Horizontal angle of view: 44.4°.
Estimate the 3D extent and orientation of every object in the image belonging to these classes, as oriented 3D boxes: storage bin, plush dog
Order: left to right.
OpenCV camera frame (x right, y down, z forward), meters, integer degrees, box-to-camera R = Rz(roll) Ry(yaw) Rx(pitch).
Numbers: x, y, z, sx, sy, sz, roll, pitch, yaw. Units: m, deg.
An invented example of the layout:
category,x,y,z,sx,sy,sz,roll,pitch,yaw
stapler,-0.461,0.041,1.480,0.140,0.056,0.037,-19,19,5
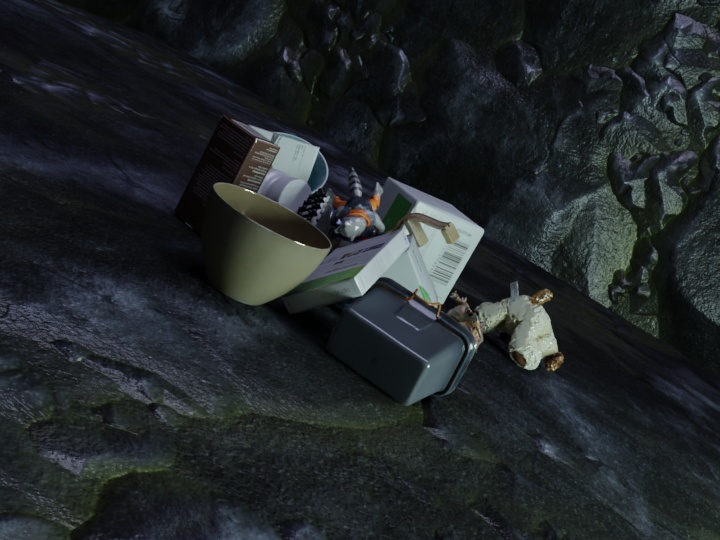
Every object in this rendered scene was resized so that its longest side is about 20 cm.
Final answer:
category,x,y,z,sx,sy,sz,roll,pitch,yaw
storage bin,0.056,0.107,1.331,0.200,0.146,0.134,33,23,18
plush dog,0.367,0.134,1.921,0.200,0.160,0.172,43,-8,42

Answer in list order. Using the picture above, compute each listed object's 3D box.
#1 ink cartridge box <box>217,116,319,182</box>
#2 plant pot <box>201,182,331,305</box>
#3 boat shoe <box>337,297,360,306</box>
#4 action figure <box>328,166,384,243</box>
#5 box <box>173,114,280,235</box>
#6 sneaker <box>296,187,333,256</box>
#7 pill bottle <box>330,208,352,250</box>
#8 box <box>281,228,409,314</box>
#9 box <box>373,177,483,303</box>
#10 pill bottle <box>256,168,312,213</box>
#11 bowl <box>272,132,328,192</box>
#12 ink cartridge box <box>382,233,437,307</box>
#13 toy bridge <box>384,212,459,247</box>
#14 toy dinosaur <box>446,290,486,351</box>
category,x,y,z,sx,sy,sz,roll,pitch,yaw
ink cartridge box,-0.192,-0.234,1.767,0.200,0.084,0.146,17,1,-7
plant pot,-0.162,-0.027,1.345,0.200,0.135,0.200,27,13,-7
boat shoe,0.020,0.072,1.529,0.200,0.069,0.084,30,-2,26
action figure,-0.034,-0.115,1.679,0.200,0.105,0.194,3,29,-7
box,-0.234,-0.158,1.550,0.100,0.200,0.075,38,13,31
sneaker,-0.083,-0.048,1.558,0.066,0.200,0.090,-4,-33,45
pill bottle,-0.075,-0.082,1.806,0.200,0.111,0.111,26,13,-11
box,-0.020,0.000,1.429,0.200,0.144,0.036,-43,112,-55
box,0.124,-0.068,1.986,0.200,0.199,0.171,22,14,-29
pill bottle,-0.193,-0.136,1.630,0.200,0.115,0.114,15,3,35
bowl,-0.180,-0.200,1.956,0.200,0.105,0.201,10,47,-11
ink cartridge box,0.082,0.024,1.650,0.200,0.087,0.146,-58,126,-76
toy bridge,0.108,-0.079,1.736,0.200,0.027,0.067,-3,-59,54
toy dinosaur,0.209,0.117,1.739,0.136,0.086,0.200,48,8,34
